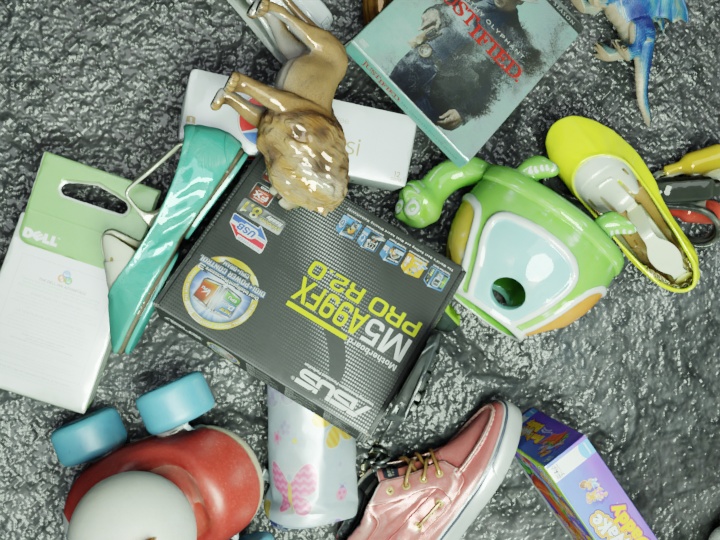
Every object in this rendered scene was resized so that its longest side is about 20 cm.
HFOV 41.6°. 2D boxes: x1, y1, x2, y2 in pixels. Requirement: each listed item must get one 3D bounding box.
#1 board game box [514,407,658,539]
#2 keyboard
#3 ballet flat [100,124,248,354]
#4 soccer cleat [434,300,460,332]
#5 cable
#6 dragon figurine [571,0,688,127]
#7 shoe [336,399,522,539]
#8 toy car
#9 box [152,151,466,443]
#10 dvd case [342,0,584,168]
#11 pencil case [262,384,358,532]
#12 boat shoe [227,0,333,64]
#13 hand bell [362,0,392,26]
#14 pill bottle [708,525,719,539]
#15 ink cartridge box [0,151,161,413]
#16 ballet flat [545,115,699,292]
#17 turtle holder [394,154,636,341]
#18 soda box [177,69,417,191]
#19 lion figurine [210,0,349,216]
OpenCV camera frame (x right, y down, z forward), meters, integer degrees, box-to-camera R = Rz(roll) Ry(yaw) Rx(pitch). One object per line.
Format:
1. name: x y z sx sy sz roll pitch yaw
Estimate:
1. board game box: 0.214 0.226 0.851 0.045 0.134 0.200 -36 96 -6
2. keyboard: 0.040 0.112 0.791 0.021 0.200 0.127 29 87 8
3. ballet flat: -0.168 -0.032 0.770 0.070 0.067 0.200 30 88 -9
4. soccer cleat: 0.000 0.000 0.854 0.200 0.068 0.081 38 101 -5
5. cable: 0.270 -0.071 0.908 0.199 0.050 0.097 0 109 4
6. dragon figurine: 0.263 -0.241 0.880 0.099 0.059 0.200 -29 94 -6
7. shoe: 0.060 0.190 0.859 0.091 0.071 0.200 32 92 -13
8. toy car: -0.183 0.203 0.743 0.177 0.200 0.185 -22 91 16
9. box: -0.039 0.019 0.768 0.200 0.044 0.160 31 71 6
10. dvd case: 0.098 -0.207 0.844 0.146 0.022 0.200 45 64 -7
11. pencil case: -0.046 0.123 0.836 0.083 0.091 0.201 -3 95 -38
12. boat shoe: -0.114 -0.264 0.818 0.200 0.074 0.067 43 83 -8
13. hand bell: 0.013 -0.290 0.844 0.104 0.104 0.201 -8 106 -8
14. pill bottle: 0.397 0.277 0.886 0.200 0.120 0.120 -26 95 -6
15. ink cartridge box: -0.251 0.010 0.815 0.104 0.059 0.200 19 89 -9
16. ballet flat: 0.242 -0.055 0.852 0.067 0.067 0.200 -37 107 20
17. turtle holder: 0.131 -0.024 0.825 0.185 0.141 0.132 38 86 -21
18. soda box: -0.056 -0.121 0.834 0.199 0.068 0.064 10 90 -8
19. lion figurine: -0.046 -0.147 0.764 0.122 0.072 0.200 26 62 -18
